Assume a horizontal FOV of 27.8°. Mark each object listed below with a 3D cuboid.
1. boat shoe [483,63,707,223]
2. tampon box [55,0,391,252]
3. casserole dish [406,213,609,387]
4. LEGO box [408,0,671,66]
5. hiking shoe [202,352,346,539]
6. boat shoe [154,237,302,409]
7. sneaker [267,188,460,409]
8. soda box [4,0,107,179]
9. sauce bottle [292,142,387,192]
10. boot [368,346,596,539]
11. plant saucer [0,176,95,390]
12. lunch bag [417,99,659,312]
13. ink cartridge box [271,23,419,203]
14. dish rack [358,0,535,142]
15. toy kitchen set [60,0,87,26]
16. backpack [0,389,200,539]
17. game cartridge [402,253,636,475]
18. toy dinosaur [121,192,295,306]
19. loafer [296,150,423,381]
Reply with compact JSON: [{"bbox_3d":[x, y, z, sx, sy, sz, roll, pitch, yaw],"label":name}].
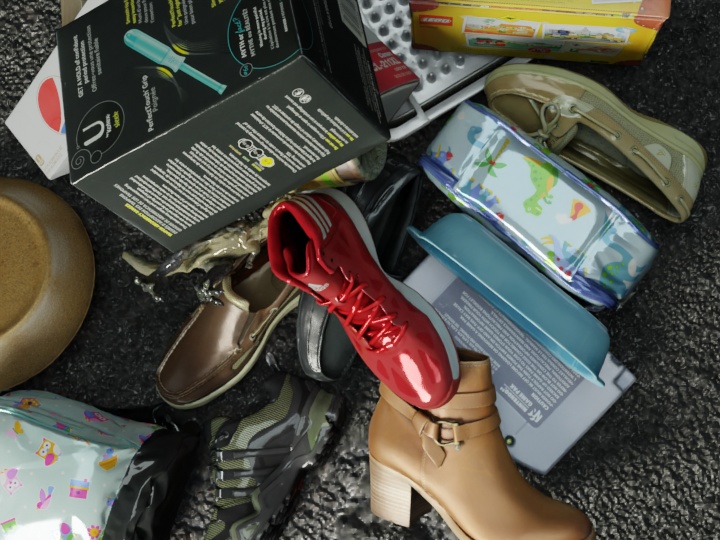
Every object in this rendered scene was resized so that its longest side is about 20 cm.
[{"bbox_3d":[0.191,-0.107,1.211,0.200,0.073,0.063,26,63,-8],"label":"boat shoe"},{"bbox_3d":[-0.103,-0.136,1.068,0.199,0.126,0.150,-25,56,20],"label":"tampon box"},{"bbox_3d":[0.124,0.016,1.153,0.200,0.121,0.039,38,88,1],"label":"casserole dish"},{"bbox_3d":[0.138,-0.224,1.159,0.199,0.149,0.078,5,84,3],"label":"LEGO box"},{"bbox_3d":[-0.098,0.172,1.223,0.100,0.076,0.200,32,78,15],"label":"hiking shoe"},{"bbox_3d":[-0.104,0.028,1.223,0.075,0.075,0.202,40,85,24],"label":"boat shoe"},{"bbox_3d":[-0.009,0.029,1.111,0.078,0.115,0.200,-42,78,23],"label":"sneaker"},{"bbox_3d":[-0.215,-0.164,1.208,0.068,0.064,0.200,51,129,7],"label":"soda box"},{"bbox_3d":[-0.076,-0.091,1.151,0.199,0.065,0.065,-5,83,32],"label":"sauce bottle"},{"bbox_3d":[0.098,0.142,1.171,0.199,0.074,0.156,10,107,17],"label":"boot"},{"bbox_3d":[-0.328,0.005,1.242,0.199,0.035,0.201,-2,69,6],"label":"plant saucer"},{"bbox_3d":[0.147,-0.049,1.178,0.200,0.161,0.083,38,97,8],"label":"lunch bag"},{"bbox_3d":[-0.074,-0.170,1.209,0.200,0.083,0.146,46,124,9],"label":"ink cartridge box"},{"bbox_3d":[0.055,-0.219,1.260,0.199,0.044,0.172,-31,82,0],"label":"dish rack"},{"bbox_3d":[-0.140,-0.301,1.230,0.163,0.200,0.181,0,82,-38],"label":"toy kitchen set"},{"bbox_3d":[-0.251,0.171,1.199,0.199,0.127,0.168,20,89,9],"label":"backpack"},{"bbox_3d":[0.116,0.069,1.230,0.133,0.041,0.200,-45,83,-5],"label":"game cartridge"},{"bbox_3d":[-0.134,-0.008,1.197,0.199,0.088,0.048,-16,119,31],"label":"toy dinosaur"},{"bbox_3d":[0.000,0.000,1.198,0.070,0.068,0.202,24,101,40],"label":"loafer"}]
